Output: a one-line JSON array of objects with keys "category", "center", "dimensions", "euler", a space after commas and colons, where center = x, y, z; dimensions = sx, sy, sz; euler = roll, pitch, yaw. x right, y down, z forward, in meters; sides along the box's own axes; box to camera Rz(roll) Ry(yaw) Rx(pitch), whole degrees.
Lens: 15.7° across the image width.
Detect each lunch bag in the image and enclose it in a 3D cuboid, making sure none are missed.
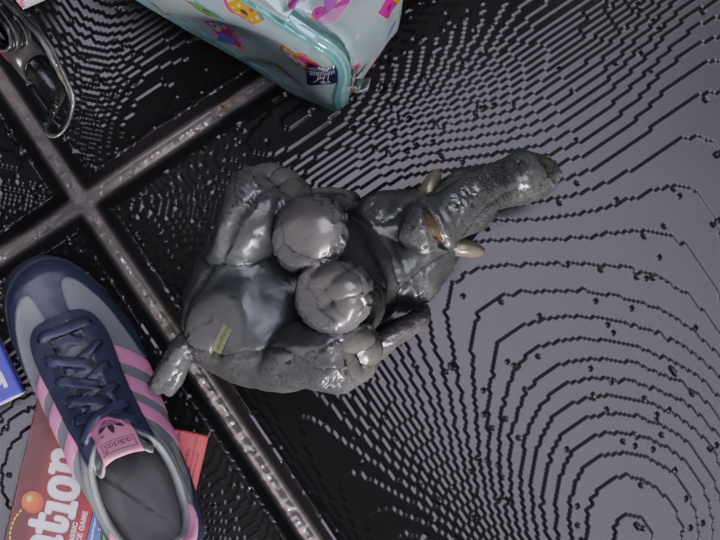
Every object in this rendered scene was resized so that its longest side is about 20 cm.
[{"category": "lunch bag", "center": [-0.070, -0.169, 1.469], "dimensions": [0.200, 0.160, 0.077], "euler": [33, 78, 4]}]

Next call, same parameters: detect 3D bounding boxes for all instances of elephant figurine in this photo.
[{"category": "elephant figurine", "center": [0.000, 0.000, 1.485], "dimensions": [0.155, 0.200, 0.142], "euler": [15, 109, 28]}]

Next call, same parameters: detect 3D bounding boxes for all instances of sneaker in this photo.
[{"category": "sneaker", "center": [-0.141, 0.079, 1.461], "dimensions": [0.070, 0.082, 0.200], "euler": [-28, 88, -7]}]

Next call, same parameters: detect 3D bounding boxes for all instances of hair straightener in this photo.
[{"category": "hair straightener", "center": [-0.213, -0.153, 1.345], "dimensions": [0.041, 0.077, 0.200], "euler": [-35, 90, -8]}]

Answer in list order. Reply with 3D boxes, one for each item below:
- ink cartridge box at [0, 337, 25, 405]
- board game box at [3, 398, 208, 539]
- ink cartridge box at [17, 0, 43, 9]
[{"category": "ink cartridge box", "center": [-0.301, 0.070, 1.484], "dimensions": [0.200, 0.044, 0.094], "euler": [-25, 90, -7]}, {"category": "board game box", "center": [-0.159, 0.182, 1.502], "dimensions": [0.103, 0.019, 0.200], "euler": [13, 85, -3]}, {"category": "ink cartridge box", "center": [-0.278, -0.161, 1.453], "dimensions": [0.200, 0.145, 0.088], "euler": [-23, 89, -6]}]
